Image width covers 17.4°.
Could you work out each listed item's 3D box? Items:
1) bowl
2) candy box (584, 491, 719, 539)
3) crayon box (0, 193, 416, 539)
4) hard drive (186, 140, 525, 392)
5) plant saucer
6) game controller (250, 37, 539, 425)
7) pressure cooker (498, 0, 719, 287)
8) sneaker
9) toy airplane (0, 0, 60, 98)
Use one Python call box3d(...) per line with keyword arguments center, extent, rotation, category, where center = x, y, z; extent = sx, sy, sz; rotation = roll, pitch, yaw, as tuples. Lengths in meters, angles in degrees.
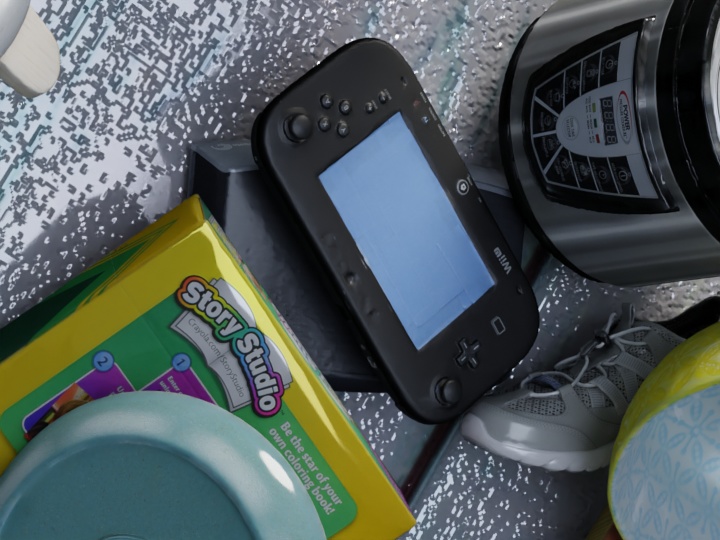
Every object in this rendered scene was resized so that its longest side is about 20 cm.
box3d(center=(0.233, 0.081, 1.280), extent=(0.199, 0.200, 0.108), rotation=(31, 41, -24), category="bowl")
box3d(center=(0.154, 0.224, 1.329), extent=(0.116, 0.056, 0.201), rotation=(35, 70, -2), category="candy box")
box3d(center=(-0.097, 0.093, 1.207), extent=(0.172, 0.058, 0.201), rotation=(-34, 108, -1), category="crayon box")
box3d(center=(0.000, 0.000, 1.280), extent=(0.199, 0.042, 0.136), rotation=(5, 92, -26), category="hard drive")
box3d(center=(-0.108, 0.158, 1.117), extent=(0.027, 0.199, 0.202), rotation=(12, 88, -67), category="plant saucer")
box3d(center=(0.021, -0.020, 1.242), extent=(0.104, 0.042, 0.201), rotation=(-36, 108, -19), category="game controller")
box3d(center=(0.194, -0.086, 1.263), extent=(0.176, 0.199, 0.179), rotation=(44, 60, -28), category="pressure cooker")
box3d(center=(0.137, 0.057, 1.330), extent=(0.199, 0.075, 0.083), rotation=(-13, 112, -35), category="sneaker")
box3d(center=(-0.234, -0.177, 1.101), extent=(0.199, 0.141, 0.201), rotation=(-1, 94, -25), category="toy airplane")
